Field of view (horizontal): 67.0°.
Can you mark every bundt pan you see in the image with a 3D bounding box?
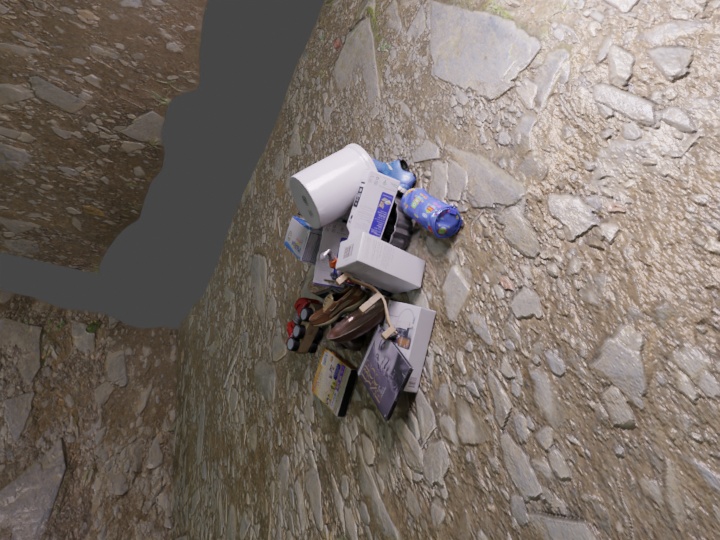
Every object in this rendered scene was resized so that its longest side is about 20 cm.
[{"bbox_3d":[0.076,-0.114,1.518,0.202,0.075,0.203,-35,48,49],"label":"bundt pan"}]

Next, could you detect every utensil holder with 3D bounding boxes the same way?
[{"bbox_3d":[-0.072,-0.230,1.492,0.170,0.199,0.170,49,158,28],"label":"utensil holder"}]

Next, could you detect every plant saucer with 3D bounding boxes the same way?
[{"bbox_3d":[0.002,0.138,1.465,0.032,0.200,0.200,58,146,-6],"label":"plant saucer"}]

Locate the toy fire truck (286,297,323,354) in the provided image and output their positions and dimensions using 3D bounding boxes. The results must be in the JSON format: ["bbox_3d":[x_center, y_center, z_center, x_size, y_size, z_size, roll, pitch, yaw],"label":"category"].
[{"bbox_3d":[-0.193,0.163,1.846,0.200,0.128,0.177,45,115,48],"label":"toy fire truck"}]

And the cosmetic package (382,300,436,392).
[{"bbox_3d":[0.104,0.183,1.349,0.151,0.051,0.201,7,83,64],"label":"cosmetic package"}]

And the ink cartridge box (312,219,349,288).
[{"bbox_3d":[-0.075,-0.050,1.592,0.039,0.099,0.201,-106,29,-69],"label":"ink cartridge box"}]

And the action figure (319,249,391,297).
[{"bbox_3d":[0.000,0.000,1.500,0.199,0.193,0.105,18,89,20],"label":"action figure"}]

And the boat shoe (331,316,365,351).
[{"bbox_3d":[-0.038,0.197,1.589,0.200,0.074,0.074,-135,54,-68],"label":"boat shoe"}]

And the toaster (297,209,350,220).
[{"bbox_3d":[-0.086,-0.208,1.705,0.114,0.199,0.130,51,-125,-74],"label":"toaster"}]

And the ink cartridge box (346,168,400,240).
[{"bbox_3d":[0.028,-0.158,1.445,0.039,0.099,0.201,25,97,62],"label":"ink cartridge box"}]

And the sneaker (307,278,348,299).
[{"bbox_3d":[-0.054,0.053,1.695,0.199,0.108,0.070,-9,62,27],"label":"sneaker"}]

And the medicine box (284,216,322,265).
[{"bbox_3d":[-0.116,-0.081,1.717,0.182,0.199,0.103,37,110,60],"label":"medicine box"}]

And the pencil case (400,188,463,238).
[{"bbox_3d":[0.174,-0.148,1.357,0.087,0.078,0.200,-60,30,10],"label":"pencil case"}]

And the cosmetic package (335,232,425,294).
[{"bbox_3d":[0.052,-0.014,1.379,0.113,0.199,0.082,-18,55,54],"label":"cosmetic package"}]

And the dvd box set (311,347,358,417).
[{"bbox_3d":[-0.080,0.330,1.624,0.200,0.029,0.147,21,95,61],"label":"dvd box set"}]

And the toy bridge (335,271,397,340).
[{"bbox_3d":[0.025,0.081,1.349,0.067,0.200,0.027,-38,-11,-15],"label":"toy bridge"}]

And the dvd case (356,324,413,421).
[{"bbox_3d":[0.055,0.245,1.336,0.149,0.016,0.200,-67,28,16],"label":"dvd case"}]

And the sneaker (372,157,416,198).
[{"bbox_3d":[0.096,-0.282,1.577,0.089,0.079,0.200,-47,46,-1],"label":"sneaker"}]

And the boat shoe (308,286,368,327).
[{"bbox_3d":[-0.072,0.097,1.607,0.199,0.074,0.076,-29,20,19],"label":"boat shoe"}]
